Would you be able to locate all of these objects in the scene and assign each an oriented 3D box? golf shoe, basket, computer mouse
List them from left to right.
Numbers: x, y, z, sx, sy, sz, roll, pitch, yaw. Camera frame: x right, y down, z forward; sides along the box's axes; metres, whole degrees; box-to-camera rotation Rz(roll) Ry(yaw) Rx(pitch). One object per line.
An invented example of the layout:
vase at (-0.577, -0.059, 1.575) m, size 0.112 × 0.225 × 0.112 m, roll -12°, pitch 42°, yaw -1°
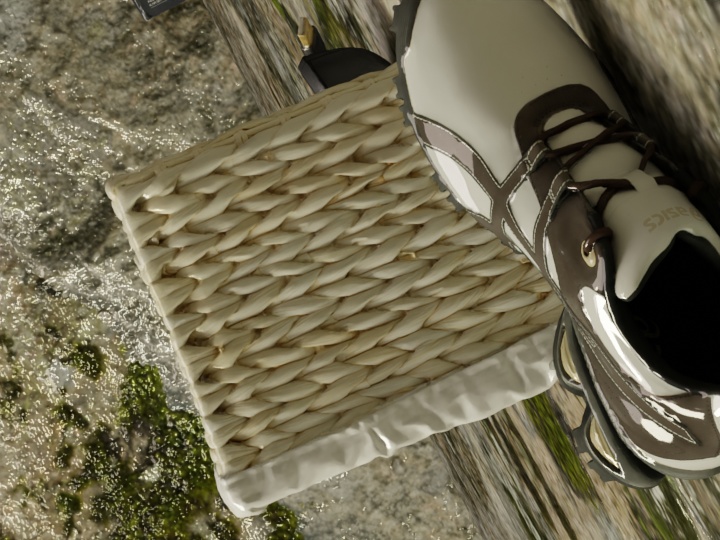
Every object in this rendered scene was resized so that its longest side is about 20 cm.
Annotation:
basket at (0.000, 0.000, 0.976) m, size 0.198 × 0.200 × 0.161 m, roll 171°, pitch 76°, yaw -86°
computer mouse at (0.002, -0.113, 1.259) m, size 0.140 × 0.046 × 0.200 m, roll 56°, pitch -174°, yaw 23°
golf shoe at (0.083, -0.026, 0.695) m, size 0.200 × 0.078 × 0.094 m, roll 60°, pitch 159°, yaw 4°

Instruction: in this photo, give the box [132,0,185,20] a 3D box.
box at (-0.206, -0.353, 1.859) m, size 0.182 × 0.104 × 0.200 m, roll 63°, pitch 176°, yaw -34°
